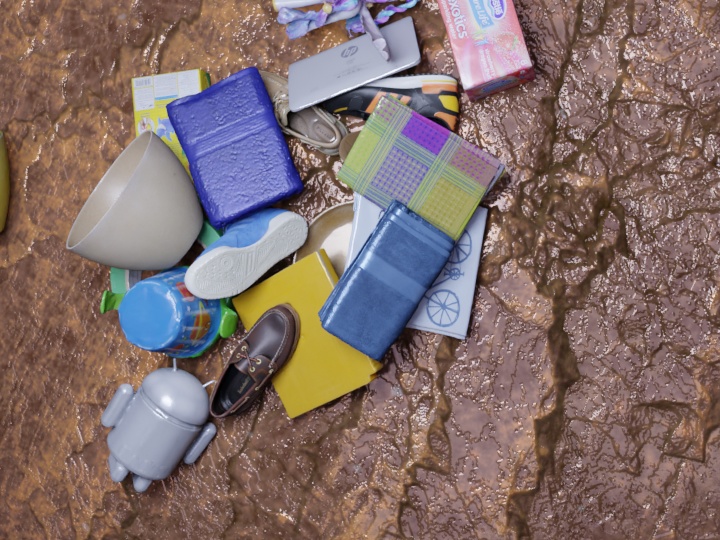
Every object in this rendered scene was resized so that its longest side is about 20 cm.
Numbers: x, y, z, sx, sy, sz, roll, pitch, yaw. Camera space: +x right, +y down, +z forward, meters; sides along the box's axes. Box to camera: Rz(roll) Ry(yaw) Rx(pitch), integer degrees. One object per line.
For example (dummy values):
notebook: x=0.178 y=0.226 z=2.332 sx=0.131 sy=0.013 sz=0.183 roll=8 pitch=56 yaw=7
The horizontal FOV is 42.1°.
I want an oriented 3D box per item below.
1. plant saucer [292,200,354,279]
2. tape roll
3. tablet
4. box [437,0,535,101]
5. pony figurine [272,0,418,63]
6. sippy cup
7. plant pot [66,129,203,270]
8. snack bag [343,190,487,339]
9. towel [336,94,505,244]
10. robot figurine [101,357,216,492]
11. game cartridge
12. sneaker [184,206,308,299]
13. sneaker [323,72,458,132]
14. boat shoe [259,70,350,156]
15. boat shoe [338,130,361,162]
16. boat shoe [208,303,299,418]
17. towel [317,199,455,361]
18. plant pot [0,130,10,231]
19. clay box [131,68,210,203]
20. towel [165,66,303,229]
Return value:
plant saucer: x=0.000 y=0.000 z=1.369 sx=0.198 sy=0.035 sz=0.203 roll=0 pitch=90 yaw=13
tape roll: x=-0.281 y=0.010 z=1.425 sx=0.198 sy=0.048 sz=0.203 roll=0 pitch=90 yaw=12
tablet: x=-0.012 y=-0.298 z=1.342 sx=0.198 sy=0.014 sz=0.131 roll=-19 pitch=41 yaw=12
box: x=0.167 y=-0.352 z=1.303 sx=0.102 sy=0.095 sz=0.202 roll=-16 pitch=86 yaw=11
pony figurine: x=-0.016 y=-0.376 z=1.304 sx=0.198 sy=0.193 sz=0.168 roll=-7 pitch=111 yaw=14
sippy cup: x=-0.275 y=0.061 z=1.333 sx=0.176 sy=0.130 sz=0.141 roll=-27 pitch=84 yaw=11
plant pot: x=-0.303 y=-0.079 z=1.328 sx=0.134 sy=0.200 sz=0.201 roll=36 pitch=99 yaw=-25
snack bag: x=0.071 y=-0.012 z=1.318 sx=0.198 sy=0.021 sz=0.191 roll=10 pitch=88 yaw=-7
towel: x=0.082 y=-0.132 z=1.277 sx=0.199 sy=0.023 sz=0.144 roll=29 pitch=109 yaw=-7
robot figurine: x=-0.299 y=0.229 z=1.394 sx=0.169 sy=0.113 sz=0.201 roll=29 pitch=98 yaw=-30
game cartridge: x=-0.077 y=0.094 z=1.360 sx=0.175 sy=0.032 sz=0.202 roll=-27 pitch=89 yaw=30
sneaker: x=-0.182 y=-0.033 z=1.349 sx=0.199 sy=0.111 sz=0.077 roll=-35 pitch=124 yaw=-25
sneaker: x=0.044 y=-0.227 z=1.343 sx=0.198 sy=0.070 sz=0.091 roll=-5 pitch=87 yaw=11
boat shoe: x=-0.104 y=-0.239 z=1.378 sx=0.199 sy=0.064 sz=0.072 roll=30 pitch=96 yaw=11
boat shoe: x=0.067 y=-0.147 z=1.336 sx=0.197 sy=0.072 sz=0.073 roll=8 pitch=67 yaw=3
boat shoe: x=-0.155 y=0.137 z=1.353 sx=0.070 sy=0.070 sz=0.201 roll=38 pitch=115 yaw=18
towel: x=0.036 y=0.016 z=1.272 sx=0.111 sy=0.049 sz=0.201 roll=34 pitch=89 yaw=-10
plant pot: x=-0.626 y=-0.115 z=1.446 sx=0.198 sy=0.200 sz=0.143 roll=-8 pitch=114 yaw=12
clay box: x=-0.281 y=-0.197 z=1.426 sx=0.113 sy=0.048 sz=0.203 roll=-5 pitch=90 yaw=12
towel: x=-0.178 y=-0.174 z=1.338 sx=0.146 sy=0.050 sz=0.202 roll=-23 pitch=79 yaw=2
